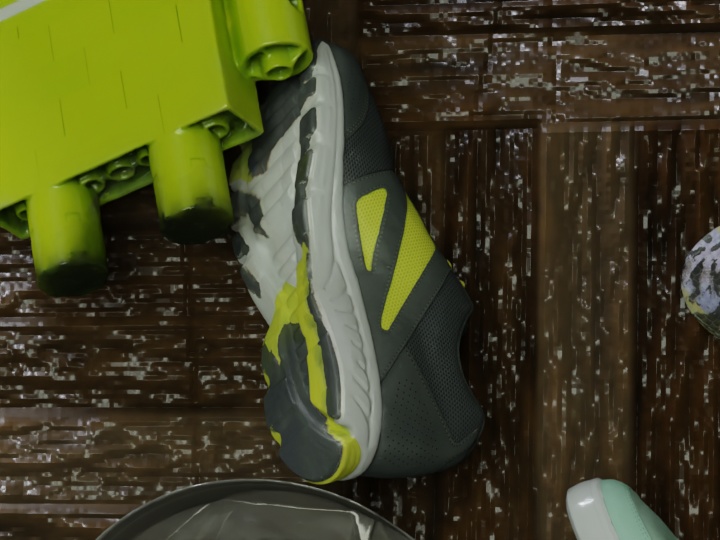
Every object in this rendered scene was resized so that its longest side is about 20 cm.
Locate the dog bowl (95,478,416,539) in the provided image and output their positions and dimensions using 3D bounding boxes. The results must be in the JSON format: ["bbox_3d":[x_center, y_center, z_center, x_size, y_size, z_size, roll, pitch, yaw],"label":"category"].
[{"bbox_3d":[-0.033,0.180,1.120,0.199,0.059,0.201,0,90,13],"label":"dog bowl"}]

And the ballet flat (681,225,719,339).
[{"bbox_3d":[0.222,0.014,1.102,0.199,0.072,0.072,14,84,14],"label":"ballet flat"}]

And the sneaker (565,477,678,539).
[{"bbox_3d":[0.177,0.132,1.087,0.118,0.074,0.200,-43,85,9],"label":"sneaker"}]

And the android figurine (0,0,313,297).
[{"bbox_3d":[-0.107,-0.092,1.182,0.182,0.041,0.201,-24,59,20],"label":"android figurine"}]

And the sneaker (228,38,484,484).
[{"bbox_3d":[0.000,0.000,1.157,0.074,0.084,0.201,-38,49,48],"label":"sneaker"}]
